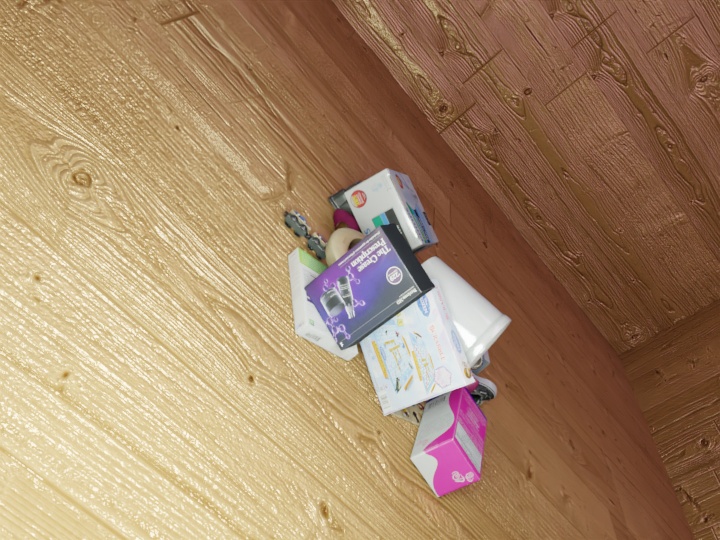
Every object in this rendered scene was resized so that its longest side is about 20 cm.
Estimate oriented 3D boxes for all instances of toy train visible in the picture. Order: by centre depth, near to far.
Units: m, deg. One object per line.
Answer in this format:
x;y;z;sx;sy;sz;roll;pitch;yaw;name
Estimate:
-0.090;-0.057;1.286;0.200;0.034;0.046;45;33;-8;toy train

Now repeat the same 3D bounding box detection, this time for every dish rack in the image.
0.003;-0.165;1.599;0.154;0.054;0.200;53;22;-5;dish rack

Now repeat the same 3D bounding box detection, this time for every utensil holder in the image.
0.175;0.095;1.206;0.200;0.171;0.169;44;21;15;utensil holder

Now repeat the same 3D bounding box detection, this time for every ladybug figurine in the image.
0.000;0.000;1.247;0.200;0.072;0.137;44;44;-17;ladybug figurine

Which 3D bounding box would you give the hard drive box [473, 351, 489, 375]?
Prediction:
0.249;0.160;1.565;0.155;0.077;0.201;35;28;-18;hard drive box

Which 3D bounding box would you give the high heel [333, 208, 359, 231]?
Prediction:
-0.044;-0.072;1.388;0.095;0.068;0.201;-1;45;-34;high heel

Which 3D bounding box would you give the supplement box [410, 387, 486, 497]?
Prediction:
0.182;0.336;1.200;0.104;0.100;0.200;55;24;-7;supplement box

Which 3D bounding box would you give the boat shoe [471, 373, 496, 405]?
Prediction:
0.277;0.302;1.484;0.199;0.071;0.072;31;54;-43;boat shoe

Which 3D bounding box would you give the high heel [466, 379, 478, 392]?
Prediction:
0.198;0.202;1.399;0.067;0.096;0.202;0;57;-59;high heel

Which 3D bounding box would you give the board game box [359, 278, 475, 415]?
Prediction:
0.094;0.147;1.129;0.041;0.198;0.203;-2;69;-52;board game box

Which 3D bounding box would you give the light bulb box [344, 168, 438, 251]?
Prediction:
0.081;-0.128;1.460;0.201;0.123;0.200;65;18;4;light bulb box

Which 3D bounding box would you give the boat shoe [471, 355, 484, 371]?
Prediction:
0.233;0.145;1.408;0.202;0.071;0.072;63;1;6;boat shoe

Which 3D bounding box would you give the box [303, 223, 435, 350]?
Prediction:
0.014;0.031;1.092;0.142;0.199;0.079;56;25;8;box

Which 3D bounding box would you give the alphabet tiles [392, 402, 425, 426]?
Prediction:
0.075;0.228;1.269;0.166;0.006;0.202;33;32;-41;alphabet tiles

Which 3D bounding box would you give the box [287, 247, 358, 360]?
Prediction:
-0.076;0.065;1.174;0.144;0.036;0.202;34;32;-38;box
